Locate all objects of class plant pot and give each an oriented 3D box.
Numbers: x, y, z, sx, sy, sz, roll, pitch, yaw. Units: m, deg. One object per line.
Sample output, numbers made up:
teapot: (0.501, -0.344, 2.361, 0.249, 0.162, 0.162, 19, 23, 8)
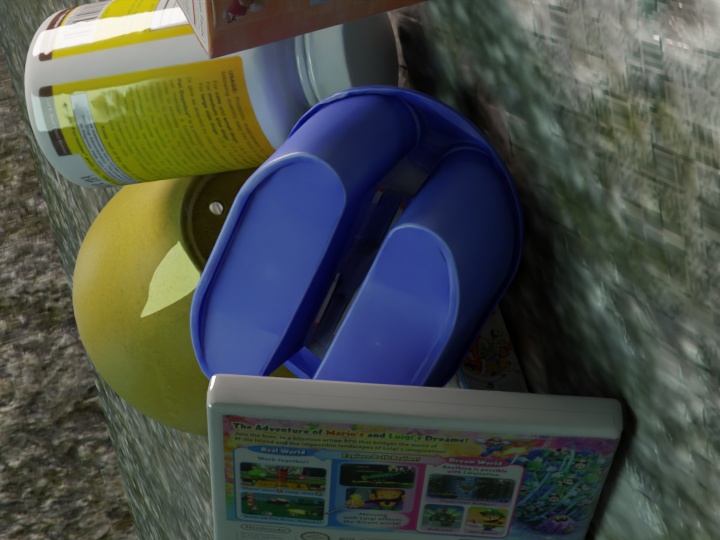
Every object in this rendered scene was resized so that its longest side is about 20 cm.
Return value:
plant pot: (-0.081, -0.004, 1.036, 0.201, 0.200, 0.142, 69, 158, 12)

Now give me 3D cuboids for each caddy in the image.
caddy: (0.000, 0.000, 0.831, 0.141, 0.105, 0.200, 33, 126, 7)

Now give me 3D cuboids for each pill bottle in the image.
pill bottle: (-0.084, -0.111, 0.907, 0.109, 0.199, 0.110, -6, -90, -67)

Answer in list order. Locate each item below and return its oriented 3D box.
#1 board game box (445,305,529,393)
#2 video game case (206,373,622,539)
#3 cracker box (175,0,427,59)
board game box: (0.041, 0.019, 0.932, 0.134, 0.034, 0.201, 148, 104, -73)
video game case: (0.022, 0.116, 0.822, 0.182, 0.199, 0.024, 95, 179, -53)
cracker box: (-0.052, -0.207, 0.820, 0.058, 0.134, 0.200, 93, 153, -50)
